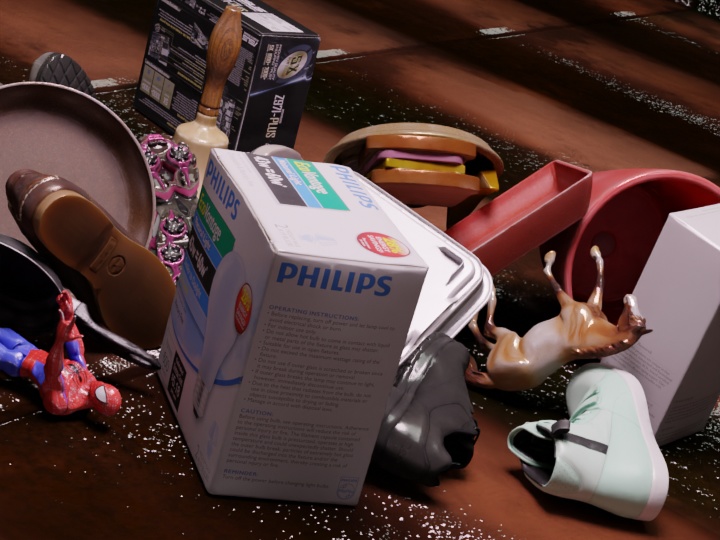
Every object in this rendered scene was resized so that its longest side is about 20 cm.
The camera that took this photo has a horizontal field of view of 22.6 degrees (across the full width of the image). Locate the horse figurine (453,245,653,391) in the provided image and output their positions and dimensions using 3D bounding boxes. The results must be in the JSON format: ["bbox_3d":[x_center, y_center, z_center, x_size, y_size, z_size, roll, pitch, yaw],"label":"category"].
[{"bbox_3d":[0.157,0.054,1.599,0.050,0.199,0.133,49,21,-46],"label":"horse figurine"}]

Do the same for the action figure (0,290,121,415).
[{"bbox_3d":[-0.260,0.042,1.373,0.199,0.100,0.065,26,24,18],"label":"action figure"}]

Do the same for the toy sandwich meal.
[{"bbox_3d":[0.056,-0.090,1.820,0.203,0.071,0.205,2,-17,1],"label":"toy sandwich meal"}]

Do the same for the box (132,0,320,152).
[{"bbox_3d":[-0.151,-0.219,1.997,0.086,0.165,0.200,-4,28,-42],"label":"box"}]

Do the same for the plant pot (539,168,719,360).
[{"bbox_3d":[0.267,-0.013,1.778,0.199,0.202,0.177,10,10,-14],"label":"plant pot"}]

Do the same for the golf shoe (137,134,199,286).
[{"bbox_3d":[-0.165,-0.025,1.628,0.072,0.092,0.201,-3,50,-21],"label":"golf shoe"}]

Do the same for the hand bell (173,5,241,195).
[{"bbox_3d":[-0.151,-0.170,1.823,0.103,0.201,0.104,14,21,-6],"label":"hand bell"}]

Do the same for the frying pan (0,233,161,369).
[{"bbox_3d":[-0.246,0.015,1.410,0.188,0.115,0.031,11,51,16],"label":"frying pan"}]

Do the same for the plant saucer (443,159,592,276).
[{"bbox_3d":[0.130,-0.033,1.723,0.037,0.199,0.200,57,1,-7],"label":"plant saucer"}]

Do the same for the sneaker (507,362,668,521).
[{"bbox_3d":[0.176,0.125,1.499,0.117,0.074,0.201,16,23,-15],"label":"sneaker"}]

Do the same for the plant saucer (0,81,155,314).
[{"bbox_3d":[-0.272,-0.056,1.510,0.199,0.202,0.032,10,-9,-16],"label":"plant saucer"}]

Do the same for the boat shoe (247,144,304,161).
[{"bbox_3d":[-0.096,-0.088,1.799,0.092,0.075,0.200,19,-5,23],"label":"boat shoe"}]

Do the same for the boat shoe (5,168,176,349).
[{"bbox_3d":[-0.215,-0.013,1.455,0.070,0.070,0.200,31,-19,41],"label":"boat shoe"}]

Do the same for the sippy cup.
[{"bbox_3d":[-0.290,-0.082,1.598,0.139,0.179,0.130,-23,5,-12],"label":"sippy cup"}]

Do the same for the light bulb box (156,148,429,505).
[{"bbox_3d":[-0.059,0.040,1.374,0.124,0.201,0.198,7,23,-23],"label":"light bulb box"}]

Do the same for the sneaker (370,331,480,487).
[{"bbox_3d":[0.058,0.119,1.461,0.090,0.076,0.200,30,30,8],"label":"sneaker"}]

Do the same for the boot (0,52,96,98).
[{"bbox_3d":[-0.316,-0.151,1.737,0.130,0.200,0.068,26,66,22],"label":"boot"}]

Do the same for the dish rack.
[{"bbox_3d":[0.000,0.000,1.580,0.200,0.044,0.172,36,64,22],"label":"dish rack"}]

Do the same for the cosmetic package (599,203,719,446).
[{"bbox_3d":[0.290,0.049,1.594,0.085,0.201,0.107,36,27,31],"label":"cosmetic package"}]
